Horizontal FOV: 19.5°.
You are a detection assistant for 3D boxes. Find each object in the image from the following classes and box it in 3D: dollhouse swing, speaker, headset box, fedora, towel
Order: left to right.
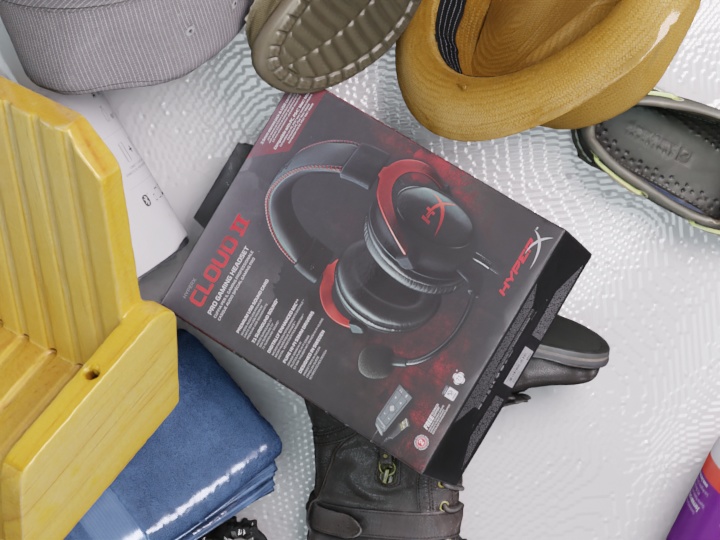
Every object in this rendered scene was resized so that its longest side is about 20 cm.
[{"bbox_3d":[-0.220,0.016,1.098,0.199,0.176,0.182,26,63,30],"label":"dollhouse swing"},{"bbox_3d":[-0.178,-0.082,1.167,0.081,0.081,0.201,-29,99,10],"label":"speaker"},{"bbox_3d":[-0.149,0.124,1.177,0.199,0.049,0.112,-33,71,-19],"label":"towel"},{"bbox_3d":[-0.127,-0.152,1.103,0.176,0.200,0.091,14,125,31],"label":"fedora"},{"bbox_3d":[0.000,0.000,1.134,0.199,0.075,0.149,32,90,21],"label":"headset box"},{"bbox_3d":[0.114,-0.137,1.113,0.200,0.201,0.082,-42,133,12],"label":"fedora"}]

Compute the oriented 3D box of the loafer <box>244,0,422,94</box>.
[{"bbox_3d":[0.005,-0.181,1.124,0.200,0.067,0.076,-50,134,-8],"label":"loafer"}]

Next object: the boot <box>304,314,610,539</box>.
[{"bbox_3d":[0.049,0.113,1.205,0.198,0.069,0.176,-2,103,15],"label":"boot"}]

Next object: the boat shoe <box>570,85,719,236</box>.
[{"bbox_3d":[0.210,-0.049,1.156,0.200,0.060,0.073,22,103,-1],"label":"boat shoe"}]

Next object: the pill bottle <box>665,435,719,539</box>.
[{"bbox_3d":[0.212,0.197,1.184,0.112,0.113,0.201,24,103,-1],"label":"pill bottle"}]

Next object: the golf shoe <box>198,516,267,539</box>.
[{"bbox_3d":[-0.151,0.191,1.228,0.198,0.078,0.095,4,103,4],"label":"golf shoe"}]
